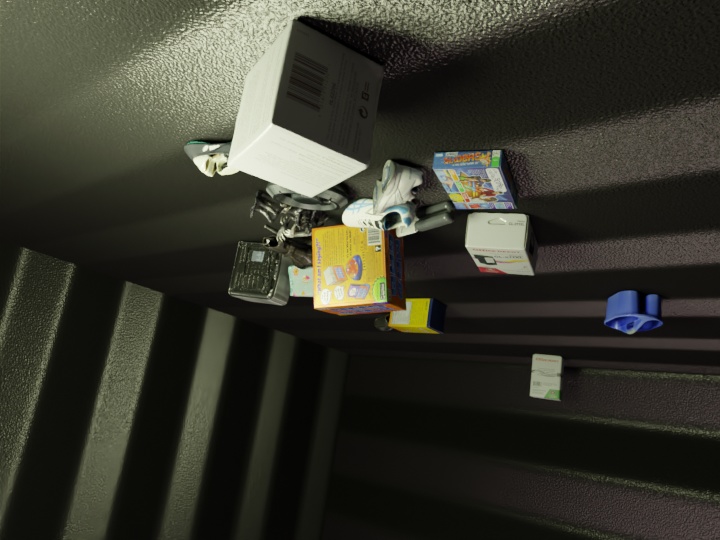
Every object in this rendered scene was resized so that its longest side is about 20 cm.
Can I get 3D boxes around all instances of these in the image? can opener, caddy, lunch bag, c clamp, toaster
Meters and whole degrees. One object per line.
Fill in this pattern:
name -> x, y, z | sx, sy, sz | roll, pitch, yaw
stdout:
can opener -> 0.136, -0.124, 1.476 | 0.066, 0.055, 0.198 | 18, 162, -31
caddy -> 0.809, 0.135, 1.861 | 0.137, 0.108, 0.200 | 10, 166, 3
lunch bag -> -0.121, 0.021, 2.048 | 0.165, 0.126, 0.199 | 0, -172, 21
c clamp -> -0.159, -0.096, 1.832 | 0.196, 0.028, 0.170 | 0, 162, 36
toaster -> -0.308, 0.007, 2.021 | 0.194, 0.187, 0.118 | 4, 168, 25

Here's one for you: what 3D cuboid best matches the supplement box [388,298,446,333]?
supplement box -> 0.219, 0.175, 2.413 | 0.196, 0.112, 0.108 | -2, 161, 40

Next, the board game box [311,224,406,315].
board game box -> 0.000, 0.000, 1.630 | 0.194, 0.207, 0.199 | -5, 170, 18

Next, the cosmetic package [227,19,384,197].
cosmetic package -> -0.088, -0.239, 0.975 | 0.163, 0.173, 0.198 | 17, 165, -27

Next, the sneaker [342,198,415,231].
sneaker -> 0.036, -0.126, 1.476 | 0.195, 0.074, 0.072 | -4, 138, 32

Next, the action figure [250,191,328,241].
action figure -> -0.184, -0.126, 1.597 | 0.195, 0.105, 0.119 | 18, 163, -15

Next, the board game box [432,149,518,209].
board game box -> 0.233, -0.176, 1.249 | 0.132, 0.036, 0.200 | 3, 164, 23

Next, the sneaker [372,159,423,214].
sneaker -> 0.075, -0.165, 1.337 | 0.084, 0.077, 0.200 | 7, 167, -10

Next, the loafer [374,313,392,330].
loafer -> 0.129, 0.211, 2.708 | 0.197, 0.075, 0.072 | -16, 143, 40

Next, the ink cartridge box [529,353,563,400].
ink cartridge box -> 0.902, 0.515, 3.028 | 0.143, 0.206, 0.083 | 3, 168, 28

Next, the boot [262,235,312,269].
boot -> -0.214, -0.063, 1.867 | 0.171, 0.071, 0.198 | 22, 171, -28

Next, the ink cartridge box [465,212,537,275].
ink cartridge box -> 0.341, -0.061, 1.508 | 0.142, 0.085, 0.200 | 4, 165, 24

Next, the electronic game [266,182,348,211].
electronic game -> -0.124, -0.179, 1.471 | 0.193, 0.043, 0.200 | 8, 173, 1

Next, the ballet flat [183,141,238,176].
ballet flat -> -0.303, -0.237, 1.329 | 0.195, 0.075, 0.073 | 3, 164, 26
